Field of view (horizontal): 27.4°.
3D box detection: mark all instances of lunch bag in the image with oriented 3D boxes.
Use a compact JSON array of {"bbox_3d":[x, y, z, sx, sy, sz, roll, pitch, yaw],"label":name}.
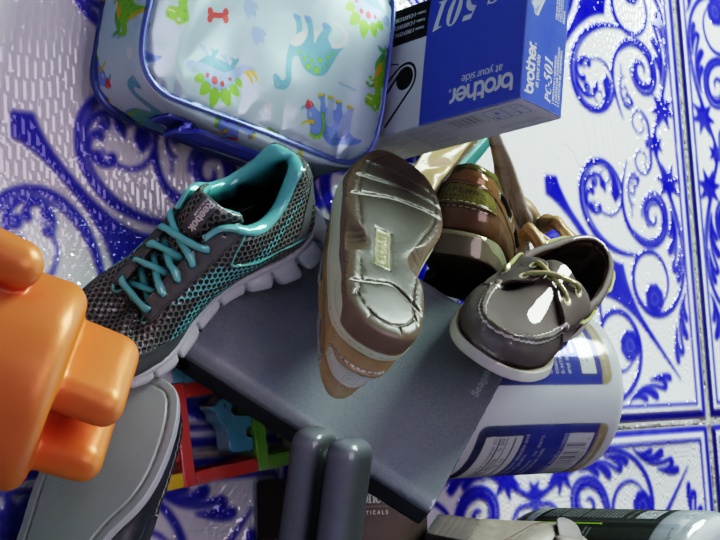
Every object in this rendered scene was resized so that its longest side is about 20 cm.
[{"bbox_3d":[-0.075,-0.149,0.965,0.199,0.082,0.162,17,72,-37],"label":"lunch bag"}]

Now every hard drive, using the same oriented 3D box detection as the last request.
[{"bbox_3d":[-0.013,0.049,0.933,0.199,0.033,0.140,32,56,2],"label":"hard drive"}]

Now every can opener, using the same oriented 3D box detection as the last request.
[{"bbox_3d":[-0.024,0.192,0.880,0.066,0.052,0.202,-11,109,-57],"label":"can opener"}]

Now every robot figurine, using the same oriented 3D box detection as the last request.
[{"bbox_3d":[-0.218,0.043,0.760,0.199,0.144,0.117,21,67,-9],"label":"robot figurine"}]

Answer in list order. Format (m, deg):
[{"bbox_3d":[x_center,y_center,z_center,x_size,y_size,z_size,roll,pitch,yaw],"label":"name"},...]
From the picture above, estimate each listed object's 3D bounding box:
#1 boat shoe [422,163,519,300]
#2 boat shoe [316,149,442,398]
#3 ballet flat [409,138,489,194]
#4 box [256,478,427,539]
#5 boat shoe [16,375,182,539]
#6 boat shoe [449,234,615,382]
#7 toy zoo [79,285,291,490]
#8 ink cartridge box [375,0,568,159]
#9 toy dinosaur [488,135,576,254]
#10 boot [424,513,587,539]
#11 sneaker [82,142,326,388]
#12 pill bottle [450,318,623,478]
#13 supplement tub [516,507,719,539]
[{"bbox_3d":[0.083,-0.021,1.040,0.071,0.200,0.069,11,80,5],"label":"boat shoe"},{"bbox_3d":[0.000,0.000,0.903,0.071,0.076,0.200,28,33,-8],"label":"boat shoe"},{"bbox_3d":[0.033,-0.059,1.082,0.063,0.069,0.200,34,52,4],"label":"ballet flat"},{"bbox_3d":[-0.009,0.237,0.976,0.100,0.075,0.202,6,78,-42],"label":"box"},{"bbox_3d":[-0.156,0.156,0.848,0.201,0.075,0.060,-59,149,-17],"label":"boat shoe"},{"bbox_3d":[0.116,0.019,0.949,0.072,0.060,0.200,37,22,15],"label":"boat shoe"},{"bbox_3d":[-0.118,0.071,0.935,0.199,0.020,0.132,-6,87,-43],"label":"toy zoo"},{"bbox_3d":[0.051,-0.133,1.005,0.044,0.199,0.095,18,71,-39],"label":"ink cartridge box"},{"bbox_3d":[0.112,-0.042,1.089,0.060,0.106,0.201,-37,145,-20],"label":"toy dinosaur"},{"bbox_3d":[0.093,0.221,0.915,0.200,0.145,0.071,-54,156,-52],"label":"boot"},{"bbox_3d":[-0.103,-0.010,0.864,0.077,0.092,0.200,40,60,22],"label":"sneaker"},{"bbox_3d":[0.074,0.085,1.039,0.199,0.119,0.121,3,81,-32],"label":"pill bottle"},{"bbox_3d":[0.176,0.232,1.061,0.122,0.199,0.124,7,80,-43],"label":"supplement tub"}]
